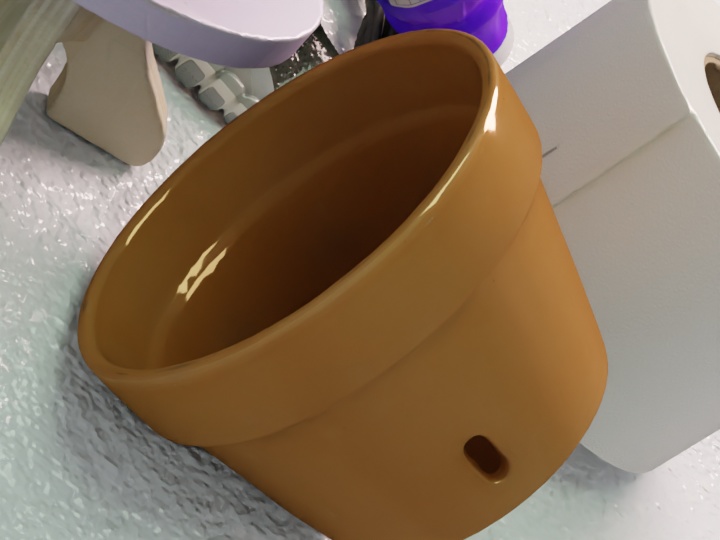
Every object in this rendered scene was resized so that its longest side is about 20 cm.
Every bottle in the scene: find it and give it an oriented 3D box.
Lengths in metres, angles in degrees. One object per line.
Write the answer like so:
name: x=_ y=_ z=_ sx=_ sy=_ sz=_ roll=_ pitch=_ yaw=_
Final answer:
bottle: x=0.026 y=-0.165 z=1.252 sx=0.200 sy=0.065 sz=0.084 roll=58 pitch=14 yaw=-55

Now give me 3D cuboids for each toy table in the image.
toy table: x=-0.130 y=-0.122 z=1.084 sx=0.200 sy=0.117 sz=0.184 roll=37 pitch=34 yaw=-15

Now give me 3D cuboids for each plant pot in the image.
plant pot: x=0.006 y=0.020 z=1.045 sx=0.140 sy=0.200 sz=0.200 roll=52 pitch=28 yaw=-26

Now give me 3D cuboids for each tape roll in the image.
tape roll: x=0.141 y=-0.023 z=1.245 sx=0.203 sy=0.139 sz=0.203 roll=44 pitch=25 yaw=-27

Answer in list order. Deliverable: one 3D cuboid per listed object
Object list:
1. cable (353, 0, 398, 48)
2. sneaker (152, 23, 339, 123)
cable: x=0.001 y=-0.152 z=1.363 sx=0.097 sy=0.050 sz=0.201 roll=27 pitch=47 yaw=-58
sneaker: x=-0.050 y=-0.143 z=1.201 sx=0.200 sy=0.115 sz=0.075 roll=38 pitch=33 yaw=-14
